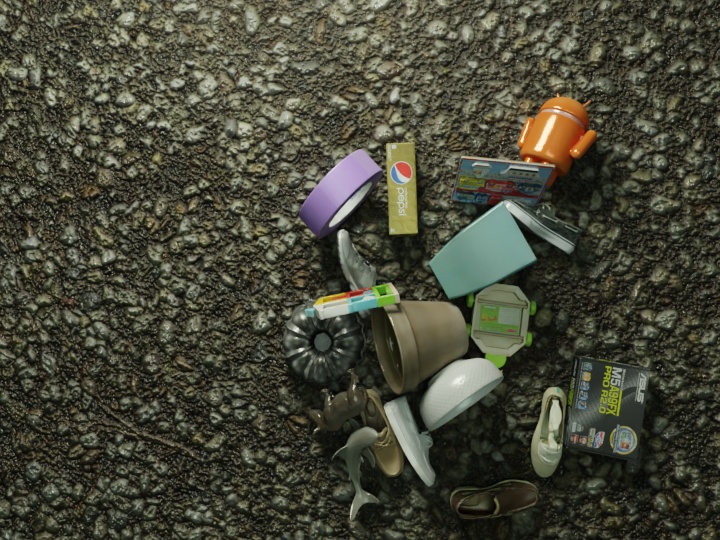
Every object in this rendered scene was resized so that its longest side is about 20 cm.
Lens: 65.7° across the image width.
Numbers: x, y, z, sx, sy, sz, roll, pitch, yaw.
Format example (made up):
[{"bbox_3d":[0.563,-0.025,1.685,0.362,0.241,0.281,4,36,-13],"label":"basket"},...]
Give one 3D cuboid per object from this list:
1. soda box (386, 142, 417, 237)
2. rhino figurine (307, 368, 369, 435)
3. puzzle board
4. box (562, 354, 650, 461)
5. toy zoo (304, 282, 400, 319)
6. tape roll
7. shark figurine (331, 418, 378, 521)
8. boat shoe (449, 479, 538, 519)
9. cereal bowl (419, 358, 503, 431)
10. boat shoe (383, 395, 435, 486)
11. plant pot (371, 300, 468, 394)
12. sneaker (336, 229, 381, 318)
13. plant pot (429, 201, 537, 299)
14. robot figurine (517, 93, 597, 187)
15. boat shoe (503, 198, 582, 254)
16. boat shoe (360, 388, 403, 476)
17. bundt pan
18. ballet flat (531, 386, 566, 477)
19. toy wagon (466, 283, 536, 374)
[{"bbox_3d":[0.094,-0.180,1.264,0.066,0.064,0.206,-2,89,3],"label":"soda box"},{"bbox_3d":[-0.057,0.305,1.238,0.199,0.059,0.089,-42,61,27],"label":"rhino figurine"},{"bbox_3d":[0.304,-0.186,1.214,0.194,0.152,0.018,6,62,3],"label":"puzzle board"},{"bbox_3d":[0.542,0.303,1.237,0.156,0.044,0.206,10,89,4],"label":"box"},{"bbox_3d":[-0.021,0.066,1.169,0.195,0.131,0.021,-12,99,-2],"label":"toy zoo"},{"bbox_3d":[-0.042,-0.163,1.202,0.066,0.200,0.200,44,91,4],"label":"tape roll"},{"bbox_3d":[-0.023,0.427,1.238,0.088,0.127,0.220,-10,115,-34],"label":"shark figurine"},{"bbox_3d":[0.299,0.514,1.229,0.197,0.075,0.077,-10,88,3],"label":"boat shoe"},{"bbox_3d":[0.203,0.251,1.188,0.198,0.200,0.084,-37,68,1],"label":"cereal bowl"},{"bbox_3d":[0.125,0.379,1.250,0.067,0.072,0.203,-29,78,2],"label":"boat shoe"},{"bbox_3d":[0.132,0.147,1.206,0.169,0.200,0.205,-12,88,-15],"label":"plant pot"},{"bbox_3d":[0.000,0.000,1.267,0.080,0.075,0.204,-21,99,-4],"label":"sneaker"},{"bbox_3d":[0.253,-0.031,1.218,0.197,0.141,0.143,-31,87,7],"label":"plant pot"},{"bbox_3d":[0.428,-0.289,1.223,0.115,0.144,0.204,25,90,-13],"label":"robot figurine"},{"bbox_3d":[0.402,-0.114,1.238,0.197,0.072,0.072,29,97,-12],"label":"boat shoe"},{"bbox_3d":[0.041,0.370,1.251,0.070,0.065,0.204,-23,87,2],"label":"boat shoe"},{"bbox_3d":[-0.086,0.161,1.259,0.196,0.076,0.208,0,88,3],"label":"bundt pan"},{"bbox_3d":[0.419,0.362,1.232,0.068,0.069,0.206,6,89,3],"label":"ballet flat"},{"bbox_3d":[0.308,0.133,1.256,0.151,0.040,0.206,7,91,3],"label":"toy wagon"}]
